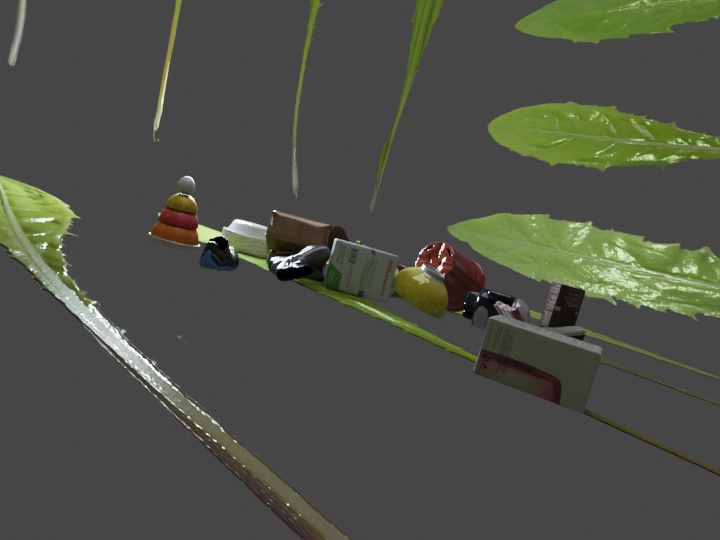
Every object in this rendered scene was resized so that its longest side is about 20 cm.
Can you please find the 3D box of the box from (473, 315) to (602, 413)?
[{"bbox_3d":[0.325,0.164,1.014,0.198,0.111,0.127,18,5,25],"label":"box"}]

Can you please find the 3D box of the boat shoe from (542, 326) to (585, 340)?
[{"bbox_3d":[0.618,0.215,1.751,0.197,0.063,0.075,-1,13,-14],"label":"boat shoe"}]

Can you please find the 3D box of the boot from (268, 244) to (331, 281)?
[{"bbox_3d":[-0.156,-0.013,1.577,0.198,0.071,0.131,-20,20,-20],"label":"boot"}]

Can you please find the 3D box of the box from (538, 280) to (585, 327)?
[{"bbox_3d":[0.695,0.147,1.931,0.099,0.203,0.075,14,7,-11],"label":"box"}]

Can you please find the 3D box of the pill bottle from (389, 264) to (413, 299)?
[{"bbox_3d":[0.109,0.034,1.851,0.112,0.115,0.199,19,6,40],"label":"pill bottle"}]

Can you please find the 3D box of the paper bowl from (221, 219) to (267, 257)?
[{"bbox_3d":[-0.402,-0.119,2.010,0.198,0.106,0.201,16,3,-1],"label":"paper bowl"}]

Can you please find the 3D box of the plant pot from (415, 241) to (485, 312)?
[{"bbox_3d":[0.293,0.010,1.877,0.199,0.203,0.195,19,-12,42],"label":"plant pot"}]

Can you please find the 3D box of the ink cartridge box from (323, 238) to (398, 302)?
[{"bbox_3d":[0.000,0.000,1.676,0.197,0.148,0.084,16,3,-8],"label":"ink cartridge box"}]

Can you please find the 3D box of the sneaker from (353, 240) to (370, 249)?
[{"bbox_3d":[-0.005,-0.029,1.821,0.071,0.201,0.083,-31,67,-29],"label":"sneaker"}]

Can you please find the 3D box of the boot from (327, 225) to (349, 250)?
[{"bbox_3d":[-0.078,-0.051,1.792,0.072,0.203,0.155,-8,14,-9],"label":"boot"}]

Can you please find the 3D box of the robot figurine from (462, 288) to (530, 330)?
[{"bbox_3d":[0.412,0.127,1.678,0.197,0.127,0.150,17,4,21],"label":"robot figurine"}]

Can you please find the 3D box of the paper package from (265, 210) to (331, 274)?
[{"bbox_3d":[-0.202,-0.085,1.817,0.197,0.105,0.191,14,-28,1],"label":"paper package"}]

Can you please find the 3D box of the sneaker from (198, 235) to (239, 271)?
[{"bbox_3d":[-0.349,-0.045,1.407,0.070,0.084,0.200,16,4,2],"label":"sneaker"}]

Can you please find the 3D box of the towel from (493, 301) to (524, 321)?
[{"bbox_3d":[0.423,0.153,1.491,0.145,0.023,0.200,58,2,-2],"label":"towel"}]

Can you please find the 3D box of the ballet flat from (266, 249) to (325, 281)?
[{"bbox_3d":[-0.199,-0.021,1.756,0.197,0.065,0.067,16,7,-4],"label":"ballet flat"}]

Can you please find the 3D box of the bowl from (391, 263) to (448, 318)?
[{"bbox_3d":[0.198,0.045,1.701,0.198,0.108,0.200,31,13,-8],"label":"bowl"}]

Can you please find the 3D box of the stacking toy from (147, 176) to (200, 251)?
[{"bbox_3d":[-0.504,-0.164,1.563,0.144,0.203,0.146,15,4,-1],"label":"stacking toy"}]
